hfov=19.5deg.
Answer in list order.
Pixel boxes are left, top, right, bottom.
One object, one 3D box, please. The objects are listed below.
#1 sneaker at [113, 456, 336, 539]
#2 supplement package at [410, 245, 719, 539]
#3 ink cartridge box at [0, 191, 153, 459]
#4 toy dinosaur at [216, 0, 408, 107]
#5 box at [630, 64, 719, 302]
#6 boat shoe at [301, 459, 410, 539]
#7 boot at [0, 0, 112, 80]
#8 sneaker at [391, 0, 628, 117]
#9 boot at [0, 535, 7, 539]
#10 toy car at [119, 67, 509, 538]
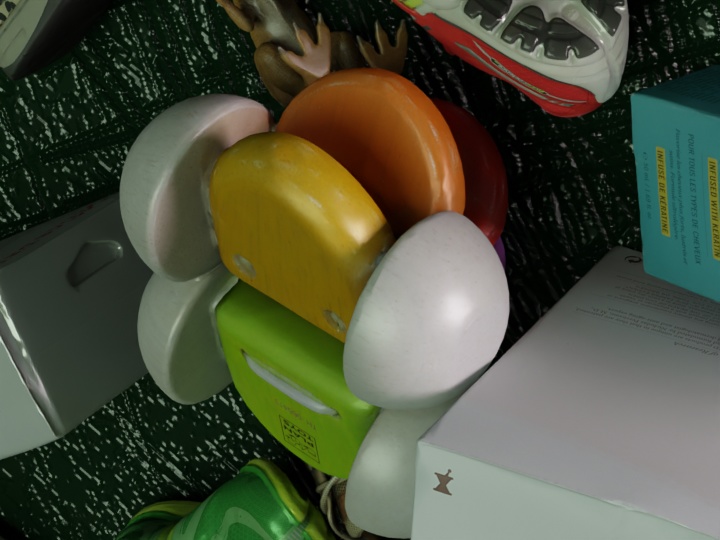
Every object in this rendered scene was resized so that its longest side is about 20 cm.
[{"bbox_3d":[-0.076,0.151,1.040,0.074,0.084,0.200,52,145,-7],"label":"sneaker"},{"bbox_3d":[0.143,0.113,0.843,0.190,0.200,0.148,16,120,24],"label":"supplement package"},{"bbox_3d":[-0.193,0.041,1.044,0.199,0.144,0.085,-21,101,36],"label":"ink cartridge box"},{"bbox_3d":[-0.022,-0.085,0.951,0.106,0.060,0.201,4,123,64],"label":"toy dinosaur"},{"bbox_3d":[0.185,-0.017,0.795,0.199,0.049,0.083,25,128,55],"label":"box"},{"bbox_3d":[0.013,0.093,0.990,0.200,0.072,0.076,45,127,5],"label":"boat shoe"},{"bbox_3d":[-0.154,-0.205,0.953,0.154,0.073,0.204,46,126,8],"label":"boot"},{"bbox_3d":[0.029,-0.129,0.880,0.200,0.077,0.085,42,167,23],"label":"sneaker"},{"bbox_3d":[-0.197,0.229,1.119,0.203,0.154,0.074,32,125,15],"label":"boot"},{"bbox_3d":[0.000,0.000,0.900,0.174,0.150,0.201,30,145,25],"label":"toy car"}]
